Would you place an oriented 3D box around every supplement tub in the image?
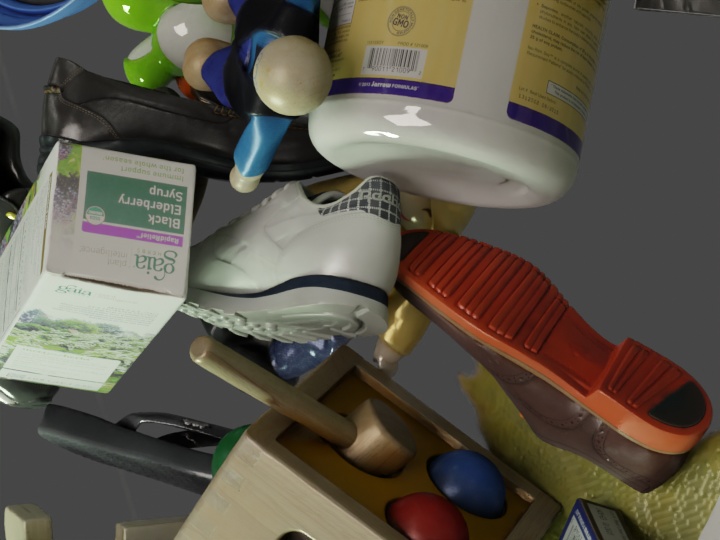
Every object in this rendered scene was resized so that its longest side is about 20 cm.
[{"bbox_3d":[0.060,-0.145,1.319,0.145,0.145,0.200,5,78,35],"label":"supplement tub"}]

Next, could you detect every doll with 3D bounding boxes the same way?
[{"bbox_3d":[-0.049,-0.108,1.314,0.200,0.048,0.137,-144,69,-72],"label":"doll"}]

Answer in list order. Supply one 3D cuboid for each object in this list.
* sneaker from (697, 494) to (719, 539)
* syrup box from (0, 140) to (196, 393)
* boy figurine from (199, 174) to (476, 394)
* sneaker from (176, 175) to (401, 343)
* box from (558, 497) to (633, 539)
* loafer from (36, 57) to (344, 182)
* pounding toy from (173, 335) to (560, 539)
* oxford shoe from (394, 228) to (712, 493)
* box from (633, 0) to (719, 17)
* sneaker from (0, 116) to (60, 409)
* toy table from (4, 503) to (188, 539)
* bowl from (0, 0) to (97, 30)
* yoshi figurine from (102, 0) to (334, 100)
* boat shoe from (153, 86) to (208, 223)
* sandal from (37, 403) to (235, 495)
[{"bbox_3d":[0.217,0.161,1.297,0.082,0.074,0.200,29,111,33],"label":"sneaker"},{"bbox_3d":[-0.155,0.002,1.414,0.200,0.079,0.082,133,143,-64],"label":"syrup box"},{"bbox_3d":[0.000,0.000,1.446,0.200,0.064,0.125,-37,70,34],"label":"boy figurine"},{"bbox_3d":[-0.044,-0.006,1.393,0.200,0.076,0.081,-3,74,51],"label":"sneaker"},{"bbox_3d":[0.106,0.239,1.365,0.121,0.032,0.200,-110,40,-65],"label":"box"},{"bbox_3d":[-0.084,-0.086,1.433,0.073,0.200,0.072,-174,84,-73],"label":"loafer"},{"bbox_3d":[-0.009,0.121,1.353,0.200,0.184,0.142,37,114,6],"label":"pounding toy"},{"bbox_3d":[0.090,0.052,1.362,0.200,0.071,0.073,36,133,12],"label":"oxford shoe"},{"bbox_3d":[0.240,-0.203,1.267,0.200,0.049,0.160,9,101,34],"label":"box"},{"bbox_3d":[-0.233,-0.009,1.603,0.085,0.074,0.200,-32,76,32],"label":"sneaker"},{"bbox_3d":[-0.188,0.216,1.536,0.200,0.184,0.117,8,101,56],"label":"toy table"},{"bbox_3d":[-0.211,-0.252,1.589,0.200,0.039,0.201,3,95,36],"label":"bowl"},{"bbox_3d":[-0.084,-0.183,1.472,0.200,0.112,0.112,-34,58,35],"label":"yoshi figurine"},{"bbox_3d":[-0.141,-0.026,1.544,0.065,0.073,0.200,-94,28,-47],"label":"boat shoe"},{"bbox_3d":[-0.115,0.105,1.534,0.200,0.076,0.043,14,75,33],"label":"sandal"}]
